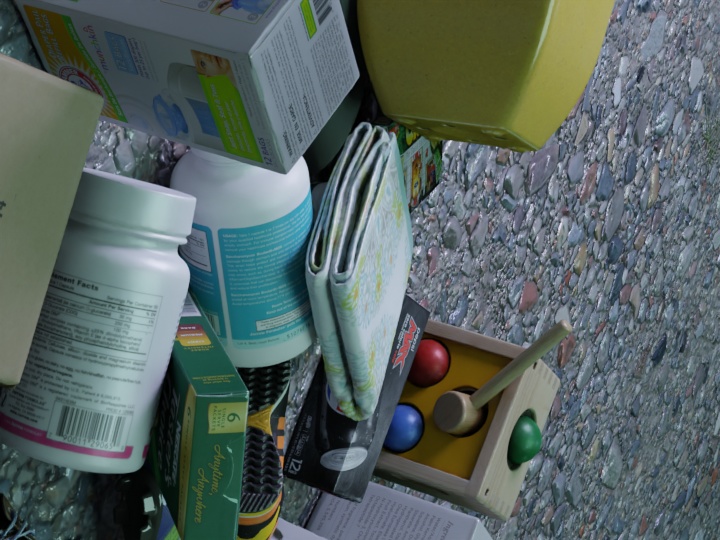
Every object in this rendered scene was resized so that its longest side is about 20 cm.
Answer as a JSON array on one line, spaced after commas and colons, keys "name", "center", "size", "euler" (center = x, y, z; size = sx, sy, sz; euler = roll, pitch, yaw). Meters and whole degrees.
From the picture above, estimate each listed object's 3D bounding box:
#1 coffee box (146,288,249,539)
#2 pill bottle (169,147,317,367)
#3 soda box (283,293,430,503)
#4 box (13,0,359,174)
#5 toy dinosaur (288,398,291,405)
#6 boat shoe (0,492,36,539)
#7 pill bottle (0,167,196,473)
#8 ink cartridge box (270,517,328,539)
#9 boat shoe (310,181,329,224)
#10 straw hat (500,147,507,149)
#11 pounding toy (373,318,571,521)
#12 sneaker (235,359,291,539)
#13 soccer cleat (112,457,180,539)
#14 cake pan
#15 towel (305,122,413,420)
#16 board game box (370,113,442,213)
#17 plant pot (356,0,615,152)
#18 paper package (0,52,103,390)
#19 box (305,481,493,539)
[{"name": "coffee box", "center": [-0.131, 0.103, 1.318], "size": [0.044, 0.200, 0.124], "euler": [0, 113, -19]}, {"name": "pill bottle", "center": [-0.091, -0.031, 1.396], "size": [0.111, 0.110, 0.201], "euler": [-44, 140, -43]}, {"name": "soda box", "center": [-0.004, 0.115, 1.678], "size": [0.071, 0.063, 0.201], "euler": [35, 73, -61]}, {"name": "box", "center": [-0.117, -0.159, 1.190], "size": [0.102, 0.199, 0.113], "euler": [-55, 148, -30]}, {"name": "toy dinosaur", "center": [-0.112, 0.110, 1.506], "size": [0.200, 0.047, 0.089], "euler": [-34, 136, -57]}, {"name": "boat shoe", "center": [-0.263, 0.190, 1.238], "size": [0.072, 0.072, 0.201], "euler": [-48, 142, -40]}, {"name": "pill bottle", "center": [-0.186, 0.034, 1.255], "size": [0.113, 0.113, 0.201], "euler": [9, 96, -62]}, {"name": "ink cartridge box", "center": [-0.096, 0.314, 1.525], "size": [0.083, 0.145, 0.201], "euler": [-35, 134, -46]}, {"name": "boat shoe", "center": [-0.031, -0.044, 1.544], "size": [0.200, 0.061, 0.075], "euler": [-15, 104, -74]}, {"name": "straw hat", "center": [0.107, -0.220, 1.676], "size": [0.085, 0.201, 0.202], "euler": [3, 106, -17]}, {"name": "pounding toy", "center": [0.108, 0.131, 1.744], "size": [0.142, 0.199, 0.185], "euler": [42, 67, -59]}, {"name": "sneaker", "center": [-0.094, 0.141, 1.420], "size": [0.201, 0.069, 0.090], "euler": [-91, -174, -49]}, {"name": "soccer cleat", "center": [-0.161, 0.233, 1.422], "size": [0.083, 0.065, 0.201], "euler": [-18, 131, -40]}, {"name": "cake pan", "center": [-0.053, -0.163, 1.475], "size": [0.200, 0.037, 0.201], "euler": [-36, 134, -49]}, {"name": "towel", "center": [0.000, 0.000, 1.460], "size": [0.201, 0.048, 0.172], "euler": [78, 23, -51]}, {"name": "board game box", "center": [0.044, -0.107, 1.635], "size": [0.200, 0.023, 0.105], "euler": [-47, 138, -65]}, {"name": "plant pot", "center": [0.106, -0.213, 1.526], "size": [0.194, 0.194, 0.201], "euler": [16, 82, -68]}, {"name": "paper package", "center": [-0.271, -0.043, 1.076], "size": [0.190, 0.103, 0.201], "euler": [19, 88, -62]}, {"name": "box", "center": [0.033, 0.342, 1.745], "size": [0.201, 0.170, 0.199], "euler": [-63, 150, -20]}]
